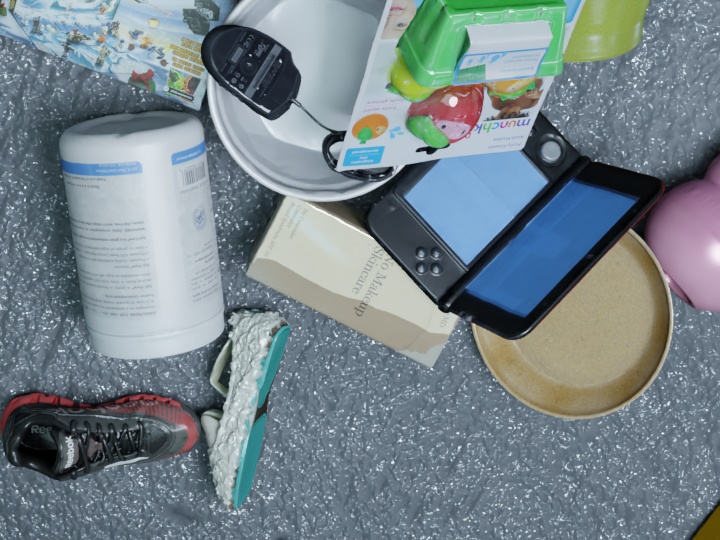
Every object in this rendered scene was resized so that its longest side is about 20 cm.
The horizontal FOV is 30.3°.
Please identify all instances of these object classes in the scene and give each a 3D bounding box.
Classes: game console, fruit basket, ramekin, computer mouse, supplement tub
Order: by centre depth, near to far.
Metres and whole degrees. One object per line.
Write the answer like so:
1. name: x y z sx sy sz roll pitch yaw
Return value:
1. fruit basket: 0.085 -0.152 1.073 0.183 0.094 0.201 -8 139 -22
2. computer mouse: -0.051 -0.138 1.128 0.199 0.034 0.059 37 82 -17
3. game console: 0.131 -0.060 1.169 0.200 0.119 0.172 -44 90 -14
4. ramekin: -0.035 -0.171 1.185 0.197 0.105 0.203 -1 107 -2
5. supplement tub: -0.196 -0.035 1.207 0.130 0.132 0.203 -4 107 -1

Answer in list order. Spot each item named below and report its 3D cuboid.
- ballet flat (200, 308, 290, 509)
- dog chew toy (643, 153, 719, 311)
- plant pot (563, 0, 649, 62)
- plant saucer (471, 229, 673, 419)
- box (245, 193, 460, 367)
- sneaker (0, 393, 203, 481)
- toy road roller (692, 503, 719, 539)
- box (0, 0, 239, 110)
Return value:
1. ballet flat: -0.119 0.129 1.298 0.071 0.072 0.202 14 101 -6
2. dog chew toy: 0.358 -0.058 1.227 0.200 0.125 0.125 -44 103 3
3. plant pot: 0.180 -0.287 1.124 0.198 0.201 0.195 -3 118 -1
4. plant saucer: 0.201 0.038 1.257 0.198 0.035 0.203 4 99 26
5. box: 0.000 0.000 1.250 0.198 0.078 0.096 26 104 -9
6. sneaker: -0.253 0.163 1.281 0.198 0.098 0.072 1 105 -4
7. toy road roller: 0.432 0.274 1.310 0.122 0.146 0.201 34 103 -11
8. box: -0.213 -0.244 1.191 0.198 0.040 0.138 21 106 -8
